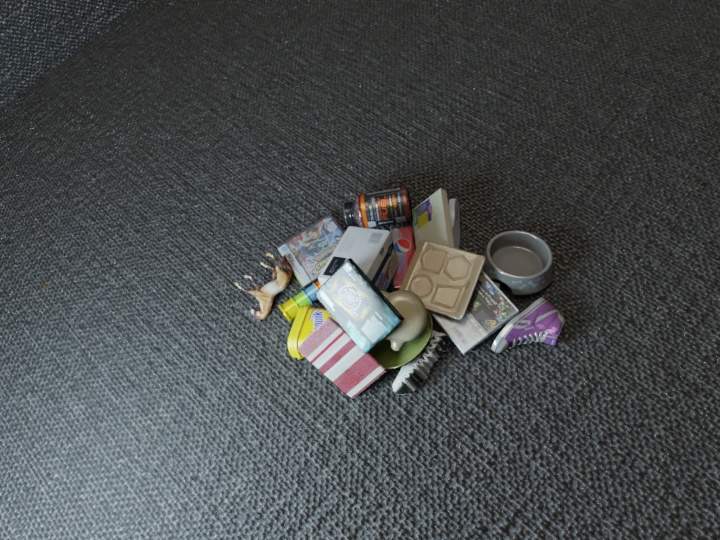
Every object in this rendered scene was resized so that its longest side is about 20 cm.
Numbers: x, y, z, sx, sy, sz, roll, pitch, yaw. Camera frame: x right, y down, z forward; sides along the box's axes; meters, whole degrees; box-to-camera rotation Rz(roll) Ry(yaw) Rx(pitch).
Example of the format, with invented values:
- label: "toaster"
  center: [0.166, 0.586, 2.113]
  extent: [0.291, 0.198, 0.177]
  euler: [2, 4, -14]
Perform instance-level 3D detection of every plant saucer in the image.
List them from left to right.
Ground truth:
- label: "plant saucer"
  center: [0.108, 0.180, 1.516]
  extent: [0.199, 0.031, 0.200]
  euler: [-26, 37, 21]

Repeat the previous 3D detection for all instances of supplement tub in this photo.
- label: "supplement tub"
  center: [0.053, -0.184, 1.735]
  extent: [0.199, 0.107, 0.107]
  euler: [-9, 59, 8]

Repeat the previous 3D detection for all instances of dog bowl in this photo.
- label: "dog bowl"
  center: [0.428, -0.028, 1.565]
  extent: [0.199, 0.059, 0.201]
  euler: [-2, 50, 2]

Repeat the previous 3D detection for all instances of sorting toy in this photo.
- label: "sorting toy"
  center: [0.214, 0.023, 1.533]
  extent: [0.199, 0.036, 0.186]
  euler: [16, 74, 27]

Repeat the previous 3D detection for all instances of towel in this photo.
- label: "towel"
  center: [-0.049, 0.224, 1.470]
  extent: [0.200, 0.144, 0.023]
  euler: [43, 30, -4]

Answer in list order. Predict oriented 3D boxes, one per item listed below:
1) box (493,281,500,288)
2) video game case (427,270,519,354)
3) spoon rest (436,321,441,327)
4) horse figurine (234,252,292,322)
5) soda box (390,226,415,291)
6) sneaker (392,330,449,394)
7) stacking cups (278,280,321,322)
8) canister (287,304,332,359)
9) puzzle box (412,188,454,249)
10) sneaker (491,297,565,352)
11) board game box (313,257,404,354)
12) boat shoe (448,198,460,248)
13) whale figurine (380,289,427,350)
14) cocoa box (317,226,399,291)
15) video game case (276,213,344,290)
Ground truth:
- label: "box"
  center: [0.319, 0.118, 1.539]
  extent: [0.041, 0.039, 0.200]
  euler: [20, 66, 24]
- label: "video game case"
  center: [0.282, 0.091, 1.513]
  extent: [0.182, 0.023, 0.200]
  euler: [-37, 62, -1]
- label: "spoon rest"
  center: [0.252, 0.067, 1.582]
  extent: [0.099, 0.061, 0.201]
  euler: [-2, 73, 13]
- label: "horse figurine"
  center: [-0.269, 0.037, 1.689]
  extent: [0.133, 0.050, 0.200]
  euler: [45, 71, 3]
- label: "soda box"
  center: [0.126, -0.026, 1.652]
  extent: [0.070, 0.063, 0.201]
  euler: [-7, 59, 8]
- label: "sneaker"
  center: [0.146, 0.237, 1.499]
  extent: [0.081, 0.075, 0.200]
  euler: [27, 68, 43]
- label: "stacking cups"
  center: [-0.141, 0.066, 1.666]
  extent: [0.200, 0.061, 0.061]
  euler: [-37, 59, -14]
- label: "canister"
  center: [-0.078, 0.170, 1.554]
  extent: [0.199, 0.087, 0.149]
  euler: [2, 50, 18]
- label: "puzzle box"
  center: [0.207, -0.121, 1.657]
  extent: [0.133, 0.025, 0.201]
  euler: [-35, 48, 46]
- label: "sneaker"
  center: [0.436, 0.165, 1.469]
  extent: [0.200, 0.073, 0.114]
  euler: [-37, 63, -9]
- label: "board game box"
  center: [-0.006, 0.088, 1.411]
  extent: [0.135, 0.028, 0.200]
  euler: [-44, 81, 22]
- label: "boat shoe"
  center: [0.249, -0.117, 1.683]
  extent: [0.071, 0.072, 0.201]
  euler: [-8, 55, 31]
- label: "whale figurine"
  center: [0.071, 0.126, 1.465]
  extent: [0.199, 0.104, 0.160]
  euler: [-21, 90, 7]
- label: "cocoa box"
  center: [0.000, 0.000, 1.543]
  extent: [0.133, 0.132, 0.200]
  euler: [8, 50, 27]
- label: "video game case"
  center: [-0.129, -0.060, 1.750]
  extent: [0.200, 0.026, 0.181]
  euler: [-33, 59, -7]
